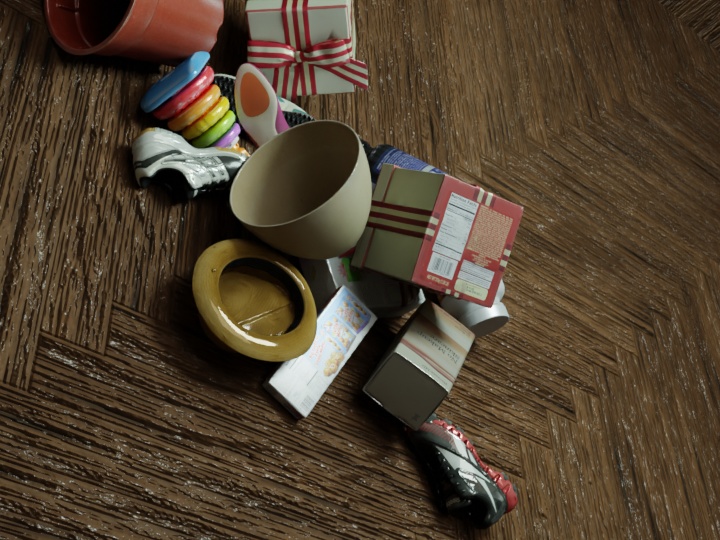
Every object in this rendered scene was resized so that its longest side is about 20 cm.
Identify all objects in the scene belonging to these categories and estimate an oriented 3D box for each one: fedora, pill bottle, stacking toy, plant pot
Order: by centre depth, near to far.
[{"bbox_3d":[-0.151,0.052,1.425,0.200,0.082,0.201,26,45,-28],"label":"fedora"},{"bbox_3d":[-0.063,-0.093,1.493,0.201,0.200,0.135,-87,153,-43],"label":"plant pot"},{"bbox_3d":[-0.315,-0.388,1.545,0.195,0.201,0.201,8,53,-54],"label":"plant pot"},{"bbox_3d":[-0.218,-0.211,1.574,0.200,0.110,0.116,50,19,-19],"label":"stacking toy"},{"bbox_3d":[0.059,-0.139,1.747,0.200,0.112,0.112,29,32,17],"label":"pill bottle"},{"bbox_3d":[0.174,0.008,1.796,0.112,0.112,0.200,5,56,-46],"label":"pill bottle"}]

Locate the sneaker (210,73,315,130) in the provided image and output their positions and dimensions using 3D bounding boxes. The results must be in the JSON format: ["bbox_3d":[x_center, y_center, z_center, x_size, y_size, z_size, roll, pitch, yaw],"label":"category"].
[{"bbox_3d":[-0.161,-0.254,1.707,0.199,0.070,0.093,22,9,-15],"label":"sneaker"}]

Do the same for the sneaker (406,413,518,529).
[{"bbox_3d":[0.136,0.294,1.541,0.200,0.071,0.098,45,45,2],"label":"sneaker"}]

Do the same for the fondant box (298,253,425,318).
[{"bbox_3d":[0.000,0.000,1.645,0.200,0.058,0.145,-2,69,-50],"label":"fondant box"}]

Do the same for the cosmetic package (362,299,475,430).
[{"bbox_3d":[0.090,0.135,1.576,0.103,0.087,0.200,37,27,-1],"label":"cosmetic package"}]

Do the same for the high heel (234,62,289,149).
[{"bbox_3d":[-0.140,-0.218,1.620,0.096,0.067,0.200,-72,147,-77],"label":"high heel"}]

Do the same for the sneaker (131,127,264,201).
[{"bbox_3d":[-0.230,-0.131,1.511,0.200,0.076,0.088,12,57,-28],"label":"sneaker"}]

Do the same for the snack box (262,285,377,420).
[{"bbox_3d":[-0.053,0.111,1.481,0.072,0.024,0.200,44,54,-9],"label":"snack box"}]

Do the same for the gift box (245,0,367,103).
[{"bbox_3d":[-0.084,-0.382,1.755,0.187,0.184,0.200,-87,169,-48],"label":"gift box"}]

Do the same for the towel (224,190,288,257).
[{"bbox_3d":[-0.115,-0.113,1.660,0.147,0.022,0.200,50,36,-2],"label":"towel"}]

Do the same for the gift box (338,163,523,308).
[{"bbox_3d":[0.095,-0.042,1.569,0.184,0.187,0.200,24,87,-33],"label":"gift box"}]
